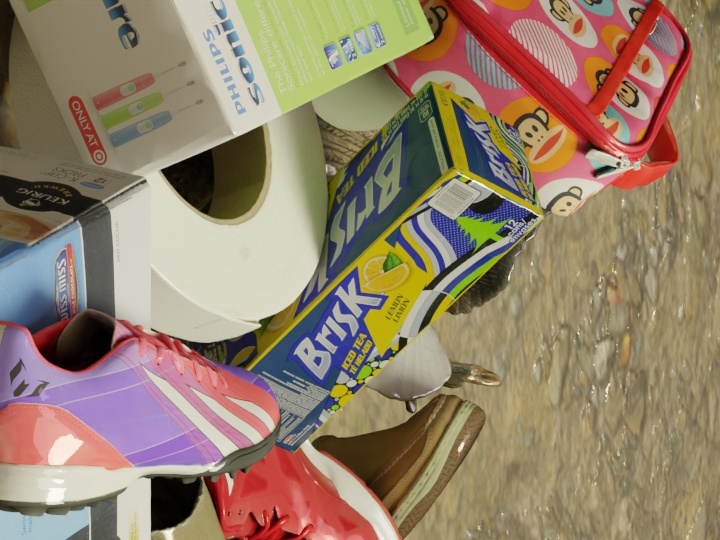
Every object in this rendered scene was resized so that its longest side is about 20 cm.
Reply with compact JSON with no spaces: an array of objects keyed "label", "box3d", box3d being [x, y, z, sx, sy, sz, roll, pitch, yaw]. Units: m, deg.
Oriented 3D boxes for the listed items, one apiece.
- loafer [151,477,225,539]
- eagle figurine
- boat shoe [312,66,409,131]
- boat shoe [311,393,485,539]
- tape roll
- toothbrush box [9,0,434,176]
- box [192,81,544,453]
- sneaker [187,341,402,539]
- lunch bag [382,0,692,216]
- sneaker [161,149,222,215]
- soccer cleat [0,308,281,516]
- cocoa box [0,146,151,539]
[{"label":"loafer","box3d":[-0.097,0.141,1.275,0.200,0.067,0.076,48,37,-9]},{"label":"eagle figurine","box3d":[0.028,-0.031,1.519,0.152,0.151,0.201,-12,123,-52]},{"label":"boat shoe","box3d":[-0.033,-0.153,1.405,0.201,0.070,0.072,49,31,-50]},{"label":"boat shoe","box3d":[0.001,0.123,1.504,0.072,0.076,0.200,-47,175,-45]},{"label":"tape roll","box3d":[-0.088,-0.067,1.250,0.203,0.037,0.203,33,48,-46]},{"label":"toothbrush box","box3d":[-0.068,-0.138,1.202,0.200,0.086,0.146,-34,101,-58]},{"label":"box","box3d":[0.000,0.000,1.325,0.064,0.200,0.070,26,34,-33]},{"label":"sneaker","box3d":[-0.055,0.139,1.415,0.200,0.078,0.116,55,39,-15]},{"label":"lunch bag","box3d":[0.107,-0.114,1.444,0.082,0.176,0.200,-44,-173,30]},{"label":"sneaker","box3d":[-0.134,0.005,1.276,0.200,0.067,0.090,-49,161,-56]},{"label":"soccer cleat","box3d":[-0.091,0.049,1.060,0.200,0.068,0.073,-8,105,-59]},{"label":"cocoa box","box3d":[-0.176,0.060,1.119,0.131,0.133,0.201,-34,131,-55]}]
